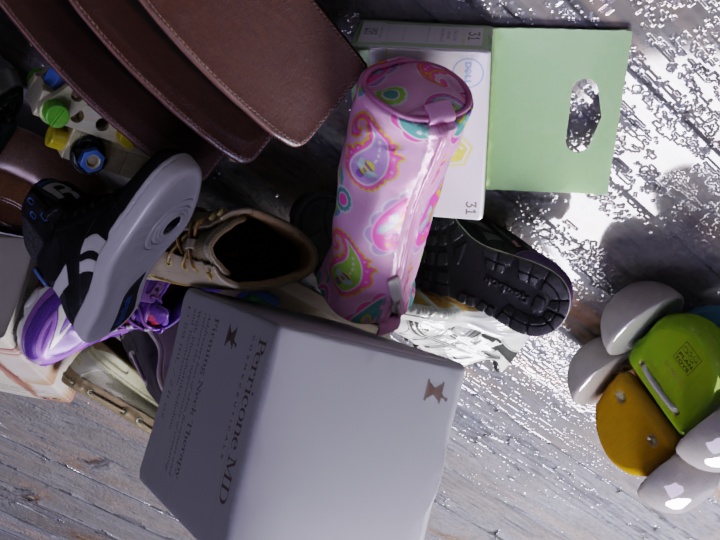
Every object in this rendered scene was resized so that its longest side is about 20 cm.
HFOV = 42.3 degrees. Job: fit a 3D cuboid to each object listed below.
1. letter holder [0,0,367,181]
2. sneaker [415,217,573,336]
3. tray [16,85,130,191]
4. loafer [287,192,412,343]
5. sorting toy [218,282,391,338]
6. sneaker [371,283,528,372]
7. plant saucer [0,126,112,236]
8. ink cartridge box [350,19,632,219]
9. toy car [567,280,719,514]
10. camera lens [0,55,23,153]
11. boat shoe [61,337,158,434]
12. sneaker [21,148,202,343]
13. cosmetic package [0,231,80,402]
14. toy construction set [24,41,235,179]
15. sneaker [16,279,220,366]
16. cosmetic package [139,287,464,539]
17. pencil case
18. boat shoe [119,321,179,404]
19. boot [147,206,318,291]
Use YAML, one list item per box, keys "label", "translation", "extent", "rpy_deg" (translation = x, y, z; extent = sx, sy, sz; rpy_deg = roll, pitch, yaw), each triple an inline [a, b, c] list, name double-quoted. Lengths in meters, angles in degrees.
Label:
- label: "letter holder"
  translation: [-0.118, -0.155, 0.605]
  extent: [0.200, 0.143, 0.100]
  rpy_deg: [45, 168, -35]
- label: "sneaker"
  translation: [0.091, -0.015, 0.805]
  extent: [0.198, 0.087, 0.076]
  rpy_deg: [33, 110, 9]
- label: "tray"
  translation: [-0.265, -0.113, 0.806]
  extent: [0.198, 0.022, 0.108]
  rpy_deg: [24, 138, -16]
- label: "loafer"
  translation: [0.000, 0.000, 0.850]
  extent: [0.200, 0.072, 0.063]
  rpy_deg: [42, 172, -31]
- label: "sorting toy"
  translation: [-0.104, 0.095, 0.981]
  extent: [0.198, 0.070, 0.198]
  rpy_deg: [30, 137, -23]
- label: "sneaker"
  translation: [0.066, 0.052, 0.823]
  extent: [0.197, 0.076, 0.089]
  rpy_deg: [9, 121, -22]
- label: "plant saucer"
  translation: [-0.314, -0.063, 0.840]
  extent: [0.197, 0.035, 0.201]
  rpy_deg: [12, 151, 6]
- label: "ink cartridge box"
  translation: [0.094, -0.109, 0.697]
  extent: [0.196, 0.048, 0.147]
  rpy_deg: [5, 130, 10]
- label: "toy car"
  translation: [0.301, 0.108, 0.862]
  extent: [0.148, 0.176, 0.201]
  rpy_deg: [-16, 147, -23]
- label: "camera lens"
  translation: [-0.359, -0.137, 0.665]
  extent: [0.200, 0.161, 0.159]
  rpy_deg: [42, 133, -13]
- label: "boat shoe"
  translation: [-0.208, 0.149, 0.943]
  extent: [0.200, 0.073, 0.063]
  rpy_deg: [44, 89, -16]
- label: "sneaker"
  translation: [-0.197, -0.042, 0.683]
  extent: [0.112, 0.073, 0.200]
  rpy_deg: [48, 130, 10]
- label: "cosmetic package"
  translation: [-0.338, 0.049, 0.914]
  extent: [0.086, 0.105, 0.201]
  rpy_deg: [8, 158, 5]
- label: "toy construction set"
  translation: [-0.169, -0.131, 0.717]
  extent: [0.198, 0.092, 0.132]
  rpy_deg: [21, 108, -25]
- label: "sneaker"
  translation: [-0.214, 0.028, 0.844]
  extent: [0.198, 0.084, 0.081]
  rpy_deg: [-30, 139, -15]
- label: "cosmetic package"
  translation: [-0.052, 0.121, 0.731]
  extent: [0.164, 0.170, 0.199]
  rpy_deg: [15, 178, -30]
- label: "pencil case"
  translation: [0.021, -0.050, 0.674]
  extent: [0.086, 0.088, 0.202]
  rpy_deg: [12, 129, -2]
- label: "boat shoe"
  translation: [-0.190, 0.084, 0.911]
  extent: [0.066, 0.201, 0.057]
  rpy_deg: [-12, 148, -36]
- label: "boot"
  translation: [-0.143, -0.022, 0.760]
  extent: [0.197, 0.074, 0.155]
  rpy_deg: [12, 176, -18]
